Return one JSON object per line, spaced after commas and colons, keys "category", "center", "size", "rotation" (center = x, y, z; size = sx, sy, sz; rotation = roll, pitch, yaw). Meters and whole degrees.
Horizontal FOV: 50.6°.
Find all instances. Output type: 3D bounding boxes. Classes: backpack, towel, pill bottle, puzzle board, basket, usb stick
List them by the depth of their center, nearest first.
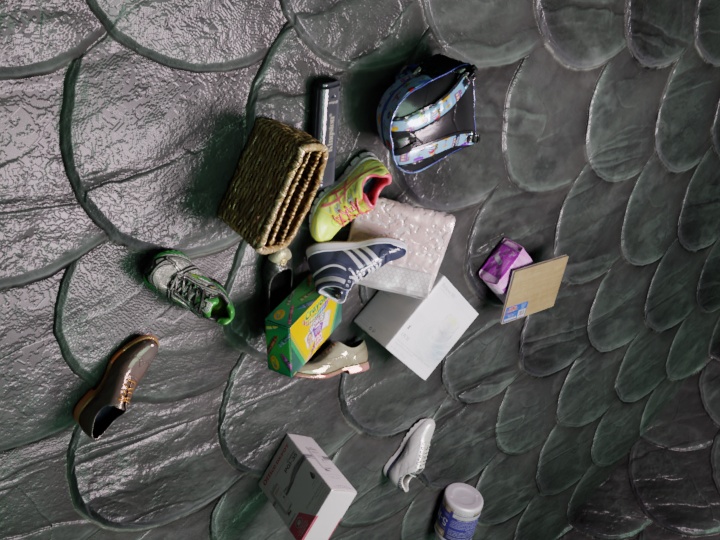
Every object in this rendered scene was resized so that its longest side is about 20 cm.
{"category": "basket", "center": [-0.123, -0.132, 1.290], "size": [0.142, 0.149, 0.201], "rotation": [13, 107, -45]}
{"category": "usb stick", "center": [-0.064, -0.239, 1.355], "size": [0.055, 0.033, 0.201], "rotation": [-18, 128, -35]}
{"category": "backpack", "center": [0.110, -0.284, 1.405], "size": [0.199, 0.134, 0.183], "rotation": [-32, 135, -22]}
{"category": "towel", "center": [0.070, -0.045, 1.529], "size": [0.199, 0.032, 0.192], "rotation": [12, 113, -7]}
{"category": "puzzle board", "center": [0.428, 0.044, 1.890], "size": [0.199, 0.017, 0.152], "rotation": [-14, 127, -35]}
{"category": "pill bottle", "center": [0.286, 0.747, 2.275], "size": [0.119, 0.120, 0.201], "rotation": [-9, 122, -37]}

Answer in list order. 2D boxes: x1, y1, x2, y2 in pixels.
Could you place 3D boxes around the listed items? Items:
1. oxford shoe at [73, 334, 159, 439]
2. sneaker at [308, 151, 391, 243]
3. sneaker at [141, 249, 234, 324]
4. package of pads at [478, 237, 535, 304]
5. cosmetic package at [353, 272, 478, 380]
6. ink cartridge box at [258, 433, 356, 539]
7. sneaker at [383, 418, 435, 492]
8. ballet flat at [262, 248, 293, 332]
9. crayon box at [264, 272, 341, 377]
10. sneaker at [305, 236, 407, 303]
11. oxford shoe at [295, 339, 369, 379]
{"category": "oxford shoe", "center": [-0.409, 0.203, 1.317], "size": [0.200, 0.073, 0.071], "rotation": [-53, 138, 0]}
{"category": "sneaker", "center": [-0.018, -0.128, 1.430], "size": [0.200, 0.090, 0.078], "rotation": [-53, 140, 2]}
{"category": "sneaker", "center": [-0.285, 0.031, 1.303], "size": [0.078, 0.085, 0.200], "rotation": [-54, 138, 2]}
{"category": "package of pads", "center": [0.382, 0.020, 1.899], "size": [0.121, 0.076, 0.200], "rotation": [-53, 139, -3]}
{"category": "cosmetic package", "center": [0.128, 0.104, 1.696], "size": [0.200, 0.123, 0.199], "rotation": [-51, 138, -3]}
{"category": "ink cartridge box", "center": [-0.121, 0.477, 1.668], "size": [0.083, 0.200, 0.147], "rotation": [22, 101, -43]}
{"category": "sneaker", "center": [0.146, 0.481, 1.999], "size": [0.076, 0.080, 0.201], "rotation": [26, 97, -46]}
{"category": "ballet flat", "center": [-0.151, 0.043, 1.451], "size": [0.066, 0.057, 0.201], "rotation": [-15, 126, -33]}
{"category": "crayon box", "center": [-0.106, 0.096, 1.468], "size": [0.200, 0.058, 0.119], "rotation": [-47, 146, -48]}
{"category": "sneaker", "center": [0.000, 0.000, 1.452], "size": [0.198, 0.109, 0.070], "rotation": [-4, 153, -14]}
{"category": "oxford shoe", "center": [-0.070, 0.189, 1.632], "size": [0.199, 0.071, 0.074], "rotation": [-5, 96, -39]}
